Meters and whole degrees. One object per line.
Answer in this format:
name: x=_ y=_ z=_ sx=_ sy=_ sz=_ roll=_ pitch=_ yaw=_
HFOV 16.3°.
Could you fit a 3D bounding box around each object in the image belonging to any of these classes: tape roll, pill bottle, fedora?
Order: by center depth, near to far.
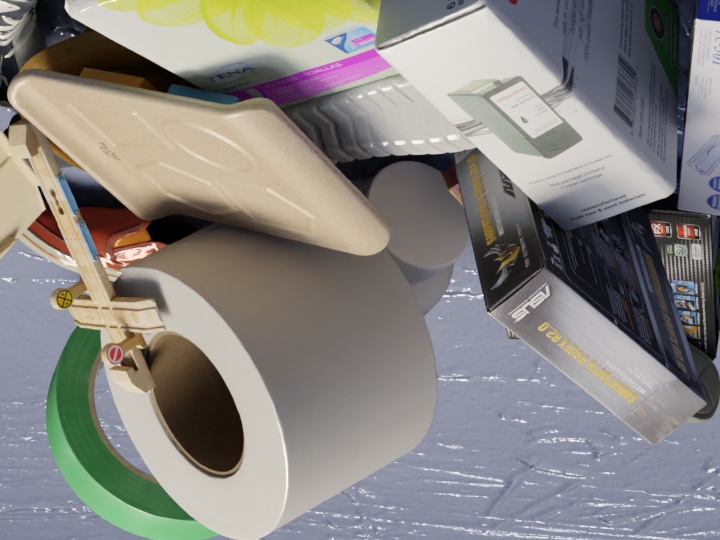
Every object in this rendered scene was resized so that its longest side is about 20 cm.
fedora: x=-0.127 y=-0.128 z=1.660 sx=0.199 sy=0.082 sz=0.201 roll=4 pitch=149 yaw=2
tape roll: x=-0.063 y=0.064 z=1.709 sx=0.202 sy=0.139 sz=0.204 roll=32 pitch=135 yaw=38
pill bottle: x=0.000 y=0.000 z=1.807 sx=0.111 sy=0.112 sz=0.200 roll=23 pitch=148 yaw=-16
tape roll: x=-0.144 y=0.110 z=1.960 sx=0.199 sy=0.201 sz=0.048 roll=18 pitch=150 yaw=-9

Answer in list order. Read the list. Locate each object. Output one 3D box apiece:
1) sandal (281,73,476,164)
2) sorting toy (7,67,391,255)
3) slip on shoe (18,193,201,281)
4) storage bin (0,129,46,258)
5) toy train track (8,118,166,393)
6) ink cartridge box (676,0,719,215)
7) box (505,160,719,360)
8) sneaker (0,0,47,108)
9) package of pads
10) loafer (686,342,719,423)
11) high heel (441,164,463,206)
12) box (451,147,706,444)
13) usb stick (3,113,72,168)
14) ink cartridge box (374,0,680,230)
sandal: x=0.006 y=-0.108 z=1.577 sx=0.202 sy=0.050 sz=0.083 roll=-8 pitch=148 yaw=22
sorting toy: x=-0.098 y=-0.074 z=1.587 sx=0.199 sy=0.037 sz=0.185 roll=8 pitch=158 yaw=34
slip on shoe: x=-0.172 y=-0.025 z=1.891 sx=0.199 sy=0.074 sz=0.061 roll=19 pitch=116 yaw=1
storage bin: x=-0.333 y=-0.106 z=1.686 sx=0.200 sy=0.094 sz=0.199 roll=33 pitch=165 yaw=37
toy train track: x=-0.191 y=-0.004 z=1.665 sx=0.114 sy=0.032 sz=0.201 roll=1 pitch=118 yaw=53
ink cartridge box: x=0.222 y=-0.126 z=1.520 sx=0.044 sy=0.094 sz=0.200 roll=8 pitch=150 yaw=9
box: x=0.175 y=-0.010 z=1.787 sx=0.159 sy=0.044 sz=0.200 roll=6 pitch=149 yaw=12
sneaker: x=-0.222 y=-0.176 z=1.625 sx=0.129 sy=0.080 sz=0.200 roll=4 pitch=140 yaw=32
package of pads: x=-0.061 y=-0.163 z=1.466 sx=0.154 sy=0.069 sz=0.200 roll=-13 pitch=157 yaw=31
loafer: x=0.178 y=0.057 z=1.791 sx=0.063 sy=0.072 sz=0.200 roll=-6 pitch=149 yaw=44
high heel: x=0.061 y=-0.123 z=1.648 sx=0.096 sy=0.067 sz=0.200 roll=-38 pitch=114 yaw=9
box: x=0.134 y=-0.006 z=1.582 sx=0.048 sy=0.200 sz=0.158 roll=-38 pitch=123 yaw=21
usb stick: x=-0.162 y=-0.099 z=1.780 sx=0.199 sy=0.033 sz=0.055 roll=-5 pitch=145 yaw=28
ink cartridge box: x=0.103 y=-0.142 z=1.481 sx=0.084 sy=0.147 sz=0.200 roll=-19 pitch=137 yaw=33
